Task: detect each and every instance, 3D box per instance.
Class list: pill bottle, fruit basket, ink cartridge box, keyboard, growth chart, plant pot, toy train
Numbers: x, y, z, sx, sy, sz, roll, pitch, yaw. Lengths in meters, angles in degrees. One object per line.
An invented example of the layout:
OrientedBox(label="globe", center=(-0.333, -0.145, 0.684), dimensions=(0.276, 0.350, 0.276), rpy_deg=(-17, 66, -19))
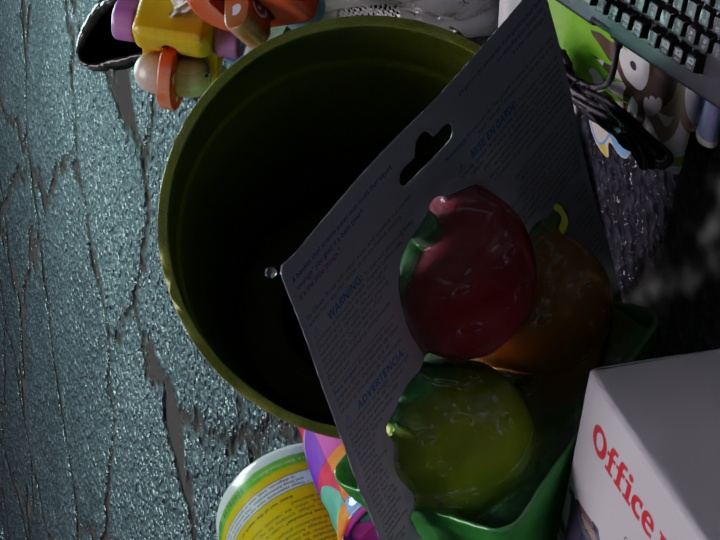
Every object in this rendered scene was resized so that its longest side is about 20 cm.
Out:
OrientedBox(label="pill bottle", center=(-0.013, 0.209, 1.112), dimensions=(0.200, 0.110, 0.112), rpy_deg=(-119, 29, -50))
OrientedBox(label="fruit basket", center=(0.042, 0.019, 0.717), dimensions=(0.093, 0.185, 0.201), rpy_deg=(7, 134, 39))
OrientedBox(label="ink cartridge box", center=(0.134, 0.150, 0.685), dimensions=(0.145, 0.084, 0.201), rpy_deg=(-120, 29, -51))
OrientedBox(label="keyboard", center=(0.101, -0.105, 0.724), dimensions=(0.200, 0.020, 0.128), rpy_deg=(46, 140, 49))
OrientedBox(label="growth chart", center=(0.110, -0.111, 0.744), dimensions=(0.200, 0.018, 0.146), rpy_deg=(31, 128, 57))
OrientedBox(label="plant pot", center=(0.000, 0.000, 0.920), dimensions=(0.193, 0.199, 0.202), rpy_deg=(109, 152, -76))
OrientedBox(label="toy train", center=(-0.047, -0.098, 0.941), dimensions=(0.200, 0.149, 0.056), rpy_deg=(43, -126, -50))

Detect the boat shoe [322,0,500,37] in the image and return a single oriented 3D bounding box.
OrientedBox(label="boat shoe", center=(0.020, -0.141, 0.964), dimensions=(0.069, 0.071, 0.200), rpy_deg=(48, 169, -19))

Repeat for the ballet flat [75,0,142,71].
OrientedBox(label="ballet flat", center=(-0.102, -0.140, 1.001), dimensions=(0.067, 0.057, 0.200), rpy_deg=(55, 156, -9))

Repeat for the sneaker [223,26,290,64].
OrientedBox(label="sneaker", center=(-0.066, -0.199, 1.138), dimensions=(0.201, 0.076, 0.076), rpy_deg=(-83, 8, -50))

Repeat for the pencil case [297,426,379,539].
OrientedBox(label="pencil case", center=(-0.001, 0.099, 1.093), dimensions=(0.200, 0.088, 0.089), rpy_deg=(-115, 26, -49))
